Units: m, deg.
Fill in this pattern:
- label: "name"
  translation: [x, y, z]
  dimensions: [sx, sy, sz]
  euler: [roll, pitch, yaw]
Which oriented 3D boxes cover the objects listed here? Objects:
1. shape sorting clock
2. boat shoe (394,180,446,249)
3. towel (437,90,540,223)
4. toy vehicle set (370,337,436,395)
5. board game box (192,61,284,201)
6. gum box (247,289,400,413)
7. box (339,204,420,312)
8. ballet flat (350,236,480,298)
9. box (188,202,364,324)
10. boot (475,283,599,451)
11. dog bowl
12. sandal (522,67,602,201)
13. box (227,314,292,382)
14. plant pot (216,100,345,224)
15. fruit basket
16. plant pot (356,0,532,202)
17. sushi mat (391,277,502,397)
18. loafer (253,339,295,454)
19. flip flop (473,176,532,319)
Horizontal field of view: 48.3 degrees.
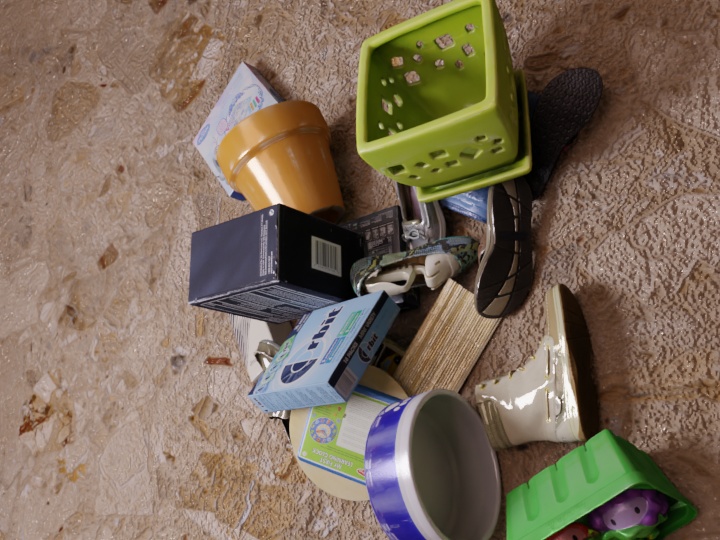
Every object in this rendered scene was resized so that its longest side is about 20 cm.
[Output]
- label: "shape sorting clock"
  translation: [-0.010, 0.233, 1.170]
  dimensions: [0.196, 0.039, 0.204]
  euler: [-1, 87, 16]
- label: "boat shoe"
  translation: [0.081, -0.097, 1.204]
  dimensions: [0.074, 0.064, 0.206]
  euler: [15, 113, 59]
- label: "towel"
  translation: [0.187, -0.177, 1.181]
  dimensions: [0.111, 0.048, 0.203]
  euler: [27, 96, 42]
- label: "toy vehicle set"
  translation: [0.017, 0.204, 1.198]
  dimensions: [0.123, 0.026, 0.202]
  euler: [27, 98, 10]
- label: "board game box"
  translation: [-0.231, -0.275, 1.581]
  dimensions: [0.201, 0.043, 0.200]
  euler: [-53, 51, 18]
- label: "gum box"
  translation: [-0.054, 0.119, 1.153]
  dimensions: [0.199, 0.045, 0.171]
  euler: [-18, 31, 48]
- label: "box"
  translation: [0.000, 0.000, 1.295]
  dimensions: [0.198, 0.051, 0.160]
  euler: [-18, 67, 36]
- label: "ballet flat"
  translation: [0.081, 0.005, 1.167]
  dimensions: [0.197, 0.074, 0.075]
  euler: [-15, 67, 12]
- label: "box"
  translation: [-0.128, -0.004, 1.238]
  dimensions: [0.196, 0.199, 0.125]
  euler: [-14, 69, 36]
- label: "boot"
  translation: [0.222, 0.128, 1.051]
  dimensions: [0.153, 0.072, 0.203]
  euler: [-18, 67, 39]
- label: "dog bowl"
  translation: [0.096, 0.260, 1.037]
  dimensions: [0.078, 0.199, 0.203]
  euler: [-22, 64, 37]
- label: "sandal"
  translation: [0.264, -0.190, 1.112]
  dimensions: [0.075, 0.045, 0.202]
  euler: [32, 116, 11]
- label: "box"
  translation: [-0.174, 0.096, 1.410]
  dimensions: [0.082, 0.068, 0.202]
  euler: [-44, 53, 23]
- label: "plant pot"
  translation: [-0.119, -0.152, 1.363]
  dimensions: [0.199, 0.199, 0.185]
  euler: [-35, 73, 29]
- label: "fruit basket"
  translation: [0.281, 0.318, 0.907]
  dimensions: [0.214, 0.155, 0.218]
  euler: [-33, 41, 34]
- label: "plant pot"
  translation: [0.122, -0.214, 1.073]
  dimensions: [0.196, 0.181, 0.203]
  euler: [-15, 57, 28]
- label: "sushi mat"
  translation: [0.116, 0.121, 1.152]
  dimensions: [0.095, 0.012, 0.202]
  euler: [31, 98, 8]
- label: "loafer"
  translation: [-0.115, 0.203, 1.263]
  dimensions: [0.202, 0.069, 0.075]
  euler: [61, 149, -3]
- label: "flip flop"
  translation: [0.196, -0.034, 1.122]
  dimensions: [0.058, 0.080, 0.204]
  euler: [178, 96, -76]
